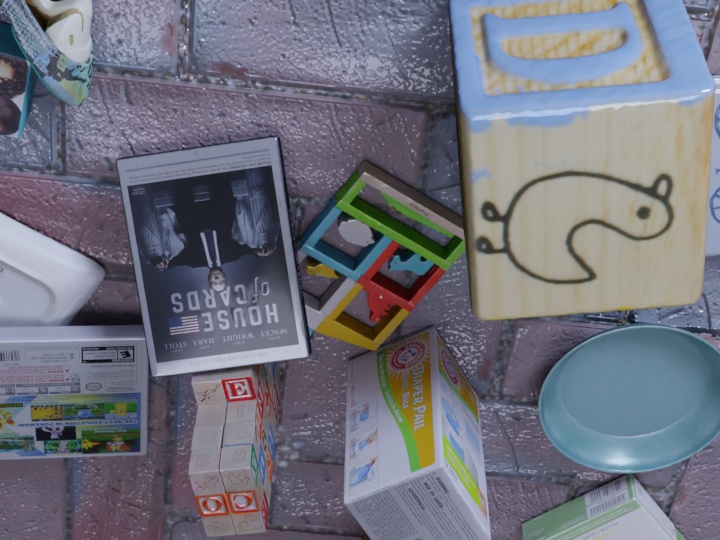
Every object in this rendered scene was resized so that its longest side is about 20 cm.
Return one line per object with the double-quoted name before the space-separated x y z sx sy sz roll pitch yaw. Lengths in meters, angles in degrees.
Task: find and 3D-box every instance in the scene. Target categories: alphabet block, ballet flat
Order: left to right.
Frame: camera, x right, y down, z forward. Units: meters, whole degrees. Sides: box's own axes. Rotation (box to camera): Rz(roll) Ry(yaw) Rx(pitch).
"ballet flat" -0.256 -0.221 1.089 0.074 0.075 0.201 -20 126 15
"alphabet block" 0.172 -0.101 1.101 0.193 0.197 0.201 -4 128 6

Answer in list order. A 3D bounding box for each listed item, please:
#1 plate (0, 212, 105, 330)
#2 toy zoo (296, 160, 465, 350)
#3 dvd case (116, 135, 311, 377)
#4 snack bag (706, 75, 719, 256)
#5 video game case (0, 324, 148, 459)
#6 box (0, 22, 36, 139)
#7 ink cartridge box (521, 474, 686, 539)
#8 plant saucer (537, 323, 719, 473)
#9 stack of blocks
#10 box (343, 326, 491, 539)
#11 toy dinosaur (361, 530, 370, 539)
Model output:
"plate" -0.376 0.026 1.306 0.199 0.032 0.200 29 122 -19
"toy zoo" 0.000 0.000 1.289 0.130 0.021 0.200 28 123 -19
"dvd case" -0.131 -0.011 1.223 0.149 0.025 0.202 -8 98 6
"snack bag" 0.392 -0.100 1.209 0.198 0.022 0.190 -6 128 6
"video game case" -0.312 0.124 1.358 0.198 0.022 0.183 -1 134 -11
"box" -0.373 -0.179 1.138 0.198 0.049 0.083 14 127 -9
"ink cartridge box" 0.292 0.326 1.520 0.145 0.048 0.200 -30 119 21
"plant saucer" 0.277 0.122 1.370 0.198 0.036 0.201 1 128 1
"stack of blocks" -0.119 0.135 1.280 0.058 0.201 0.116 -6 129 6
"box" 0.053 0.168 1.304 0.101 0.201 0.113 -23 122 17
"toy dinosaur" 0.044 0.293 1.440 0.085 0.136 0.201 21 124 -15
